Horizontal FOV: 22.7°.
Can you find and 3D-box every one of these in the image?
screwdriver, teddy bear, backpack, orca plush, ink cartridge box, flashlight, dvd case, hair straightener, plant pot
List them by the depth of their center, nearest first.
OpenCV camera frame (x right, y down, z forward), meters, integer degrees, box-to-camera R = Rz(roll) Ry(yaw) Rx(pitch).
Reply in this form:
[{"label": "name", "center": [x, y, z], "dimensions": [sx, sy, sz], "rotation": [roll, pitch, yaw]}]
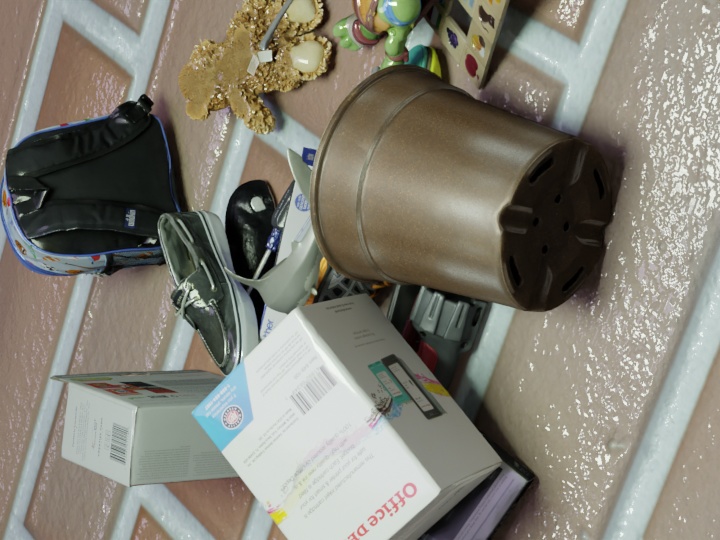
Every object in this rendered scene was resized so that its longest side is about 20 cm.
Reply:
[{"label": "plant pot", "center": [0.094, -0.061, 1.540], "dimensions": [0.198, 0.200, 0.201], "rotation": [20, 104, 42]}, {"label": "ink cartridge box", "center": [-0.010, 0.147, 1.564], "dimensions": [0.147, 0.146, 0.200], "rotation": [-44, 76, 22]}, {"label": "dvd case", "center": [0.041, 0.183, 1.637], "dimensions": [0.200, 0.025, 0.150], "rotation": [39, 110, 17]}, {"label": "flashlight", "center": [0.050, 0.106, 1.671], "dimensions": [0.068, 0.068, 0.200], "rotation": [34, 115, 40]}, {"label": "hair straightener", "center": [0.023, 0.089, 1.734], "dimensions": [0.077, 0.041, 0.200], "rotation": [40, 123, 43]}, {"label": "ink cartridge box", "center": [-0.062, -0.016, 1.792], "dimensions": [0.094, 0.044, 0.200], "rotation": [-89, 12, -76]}, {"label": "screwdriver", "center": [-0.098, -0.005, 1.849], "dimensions": [0.029, 0.028, 0.200], "rotation": [26, 94, 37]}, {"label": "ink cartridge box", "center": [-0.201, 0.160, 1.865], "dimensions": [0.175, 0.200, 0.084], "rotation": [14, 100, 49]}, {"label": "teddy bear", "center": [-0.103, -0.220, 1.881], "dimensions": [0.200, 0.067, 0.145], "rotation": [-41, 67, 34]}, {"label": "orca plush", "center": [-0.136, 0.004, 1.894], "dimensions": [0.105, 0.071, 0.200], "rotation": [26, 108, 48]}, {"label": "backpack", "center": [-0.310, -0.081, 2.015], "dimensions": [0.154, 0.190, 0.200], "rotation": [131, 128, -57]}]

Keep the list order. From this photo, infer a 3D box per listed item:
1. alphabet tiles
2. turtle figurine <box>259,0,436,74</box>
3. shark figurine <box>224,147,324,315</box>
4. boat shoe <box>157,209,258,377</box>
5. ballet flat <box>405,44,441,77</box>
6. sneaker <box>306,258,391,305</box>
[{"label": "alphabet tiles", "center": [0.082, -0.283, 1.606], "dimensions": [0.167, 0.008, 0.200], "rotation": [56, 156, 23]}, {"label": "turtle figurine", "center": [-0.022, -0.224, 1.665], "dimensions": [0.200, 0.144, 0.194], "rotation": [-63, 15, 9]}, {"label": "shark figurine", "center": [-0.075, -0.007, 1.622], "dimensions": [0.215, 0.089, 0.128], "rotation": [116, 168, -59]}, {"label": "boat shoe", "center": [-0.160, 0.026, 1.805], "dimensions": [0.072, 0.071, 0.200], "rotation": [-55, 46, 41]}, {"label": "ballet flat", "center": [0.042, -0.116, 1.679], "dimensions": [0.067, 0.067, 0.200], "rotation": [-16, 46, 51]}, {"label": "sneaker", "center": [0.000, 0.000, 1.734], "dimensions": [0.077, 0.078, 0.200], "rotation": [24, 123, 14]}]
